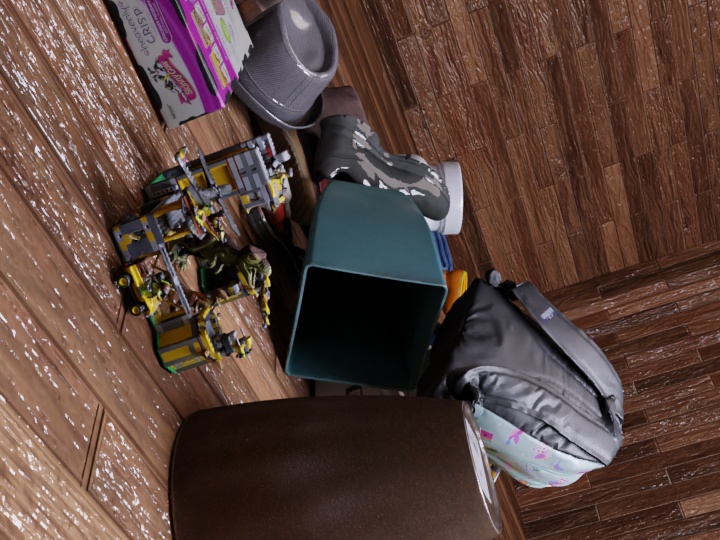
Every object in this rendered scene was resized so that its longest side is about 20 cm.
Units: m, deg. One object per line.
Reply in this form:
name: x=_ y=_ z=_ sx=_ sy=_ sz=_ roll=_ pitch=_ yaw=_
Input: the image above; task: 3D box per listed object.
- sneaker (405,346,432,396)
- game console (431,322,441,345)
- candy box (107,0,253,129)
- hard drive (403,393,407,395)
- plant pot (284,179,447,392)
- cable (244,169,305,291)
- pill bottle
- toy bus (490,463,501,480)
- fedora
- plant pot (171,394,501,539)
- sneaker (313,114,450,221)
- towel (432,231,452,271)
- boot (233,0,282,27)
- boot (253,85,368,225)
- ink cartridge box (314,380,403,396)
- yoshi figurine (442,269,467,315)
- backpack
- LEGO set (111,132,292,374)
sneaker: x=0.110 y=0.167 z=1.037 sx=0.067 sy=0.089 sz=0.202 roll=-53 pitch=142 yaw=-37
game console: x=0.068 y=0.157 z=1.258 sx=0.202 sy=0.114 sz=0.178 roll=101 pitch=2 yaw=-53
candy box: x=-0.163 y=-0.233 z=0.845 sx=0.201 sy=0.060 sz=0.138 roll=-86 pitch=156 yaw=-62
hard drive: x=0.050 y=0.145 z=1.193 sx=0.200 sy=0.037 sz=0.142 roll=-128 pitch=-154 yaw=-58
plant pot: x=0.000 y=0.000 z=0.976 sx=0.202 sy=0.138 sz=0.143 roll=-93 pitch=-166 yaw=-53
cable: x=-0.079 y=-0.038 z=1.007 sx=0.098 sy=0.049 sz=0.202 roll=-93 pitch=163 yaw=-48
pill bottle: x=0.032 y=-0.094 z=1.210 sx=0.116 sy=0.196 sz=0.118 roll=179 pitch=-90 yaw=-88
toy bus: x=0.092 y=0.220 z=0.927 sx=0.064 sy=0.079 sz=0.200 roll=29 pitch=-1 yaw=16
fedora: x=-0.088 y=-0.262 z=1.039 sx=0.175 sy=0.090 sz=0.203 roll=25 pitch=43 yaw=-39
plant pot: x=-0.006 y=0.165 z=0.658 sx=0.187 sy=0.197 sz=0.190 roll=-18 pitch=90 yaw=-79
sneaker: x=0.022 y=-0.100 z=1.088 sx=0.198 sy=0.076 sz=0.092 roll=28 pitch=68 yaw=-25
towel: x=0.065 y=0.018 z=1.322 sx=0.048 sy=0.200 sz=0.113 roll=4 pitch=57 yaw=-32
boot: x=-0.118 y=-0.367 z=0.896 sx=0.202 sy=0.185 sz=0.064 roll=57 pitch=37 yaw=-10
boot: x=-0.041 y=-0.151 z=1.124 sx=0.164 sy=0.072 sz=0.203 roll=-5 pitch=66 yaw=-40
ink cartridge box: x=0.011 y=0.203 z=0.997 sx=0.202 sy=0.083 sz=0.147 roll=-94 pitch=164 yaw=-52
yoshi figurine: x=0.032 y=0.036 z=1.147 sx=0.113 sy=0.196 sz=0.114 roll=-71 pitch=163 yaw=-47
backpack: x=0.161 y=0.122 z=0.903 sx=0.198 sy=0.127 sz=0.168 roll=33 pitch=57 yaw=-8
LEGO set: x=-0.096 y=-0.022 z=0.700 sx=0.200 sy=0.114 sz=0.156 roll=-59 pitch=131 yaw=-76
